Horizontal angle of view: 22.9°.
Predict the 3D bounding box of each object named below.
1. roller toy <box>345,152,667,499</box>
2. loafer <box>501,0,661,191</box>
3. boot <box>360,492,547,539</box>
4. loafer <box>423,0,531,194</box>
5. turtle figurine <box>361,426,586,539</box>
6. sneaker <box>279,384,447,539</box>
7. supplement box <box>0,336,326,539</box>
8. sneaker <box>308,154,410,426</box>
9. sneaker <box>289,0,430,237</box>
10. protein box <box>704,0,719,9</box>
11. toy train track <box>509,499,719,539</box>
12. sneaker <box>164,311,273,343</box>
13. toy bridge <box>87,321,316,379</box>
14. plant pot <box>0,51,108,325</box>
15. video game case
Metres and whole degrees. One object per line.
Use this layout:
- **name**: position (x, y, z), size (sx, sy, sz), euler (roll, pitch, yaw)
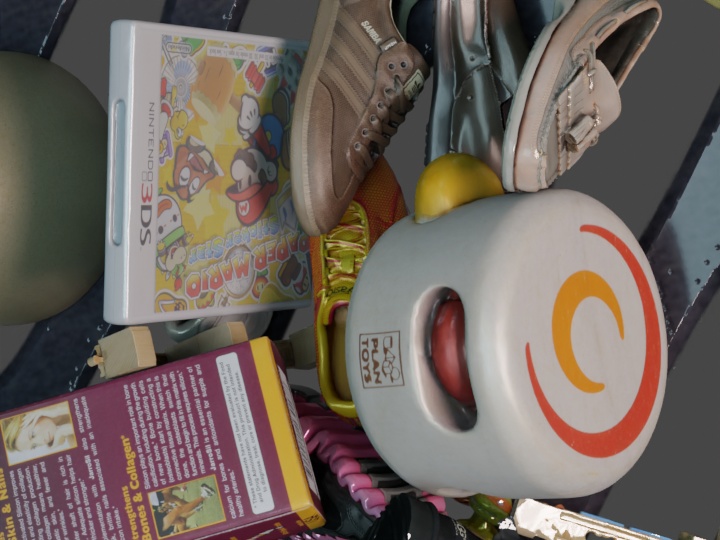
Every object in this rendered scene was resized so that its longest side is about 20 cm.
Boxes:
- **roller toy**: position (0.084, 0.045, 1.084), size (0.139, 0.183, 0.200), euler (-7, 133, 43)
- **loafer**: position (0.135, -0.117, 1.071), size (0.063, 0.200, 0.072), euler (11, 133, 13)
- **boot**: position (0.052, 0.230, 1.080), size (0.162, 0.073, 0.198), euler (27, 117, -19)
- **loafer**: position (0.083, -0.135, 1.151), size (0.071, 0.073, 0.201), euler (4, 100, 9)
- **turtle figurine**: position (0.051, 0.198, 1.177), size (0.200, 0.064, 0.162), euler (31, 87, 26)
- **sneaker**: position (-0.020, 0.151, 1.164), size (0.200, 0.079, 0.096), euler (35, 108, 48)
- **supplement box**: position (-0.133, 0.126, 1.093), size (0.199, 0.086, 0.111), euler (-16, 73, 1)
- **sneaker**: position (0.000, 0.000, 1.169), size (0.073, 0.077, 0.201), euler (-8, 79, 6)
- **sneaker**: position (0.004, -0.117, 1.147), size (0.075, 0.070, 0.201), euler (5, 72, 14)
- **protein box**: position (0.266, -0.250, 1.003), size (0.199, 0.198, 0.135), euler (-20, 86, 20)
- **toy train track**: position (0.186, 0.180, 1.118), size (0.199, 0.033, 0.115), euler (18, 86, -8)
- **sneaker**: position (-0.105, -0.043, 1.200), size (0.078, 0.099, 0.201), euler (-6, 91, 23)
- **toy bridge**: position (-0.101, 0.055, 1.156), size (0.067, 0.200, 0.027), euler (-22, 76, 37)
- **plant pot**: position (-0.282, -0.057, 1.245), size (0.199, 0.134, 0.201), euler (1, 93, 19)
- **video game case**: position (-0.091, -0.062, 1.142), size (0.023, 0.200, 0.183), euler (5, 95, 32)
